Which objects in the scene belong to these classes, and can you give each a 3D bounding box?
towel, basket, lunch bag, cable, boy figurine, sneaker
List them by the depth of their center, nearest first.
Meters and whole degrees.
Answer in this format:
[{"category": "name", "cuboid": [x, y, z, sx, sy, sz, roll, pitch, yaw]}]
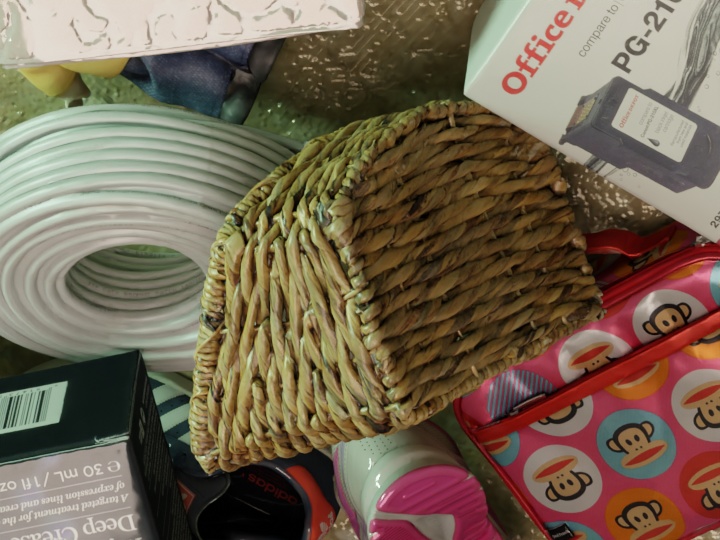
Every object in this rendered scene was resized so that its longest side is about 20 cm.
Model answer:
[{"category": "towel", "cuboid": [-0.101, -0.207, 1.474, 0.190, 0.032, 0.201, -6, 104, 2]}, {"category": "basket", "cuboid": [0.000, 0.000, 1.509, 0.149, 0.200, 0.143, -16, 96, 39]}, {"category": "boy figurine", "cuboid": [-0.139, -0.137, 1.545, 0.199, 0.064, 0.125, 24, 122, -5]}, {"category": "cable", "cuboid": [-0.113, -0.012, 1.576, 0.199, 0.069, 0.200, 17, 145, -24]}, {"category": "lunch bag", "cuboid": [0.155, 0.053, 1.609, 0.200, 0.082, 0.176, -29, 108, 26]}, {"category": "sneaker", "cuboid": [0.035, 0.134, 1.660, 0.081, 0.088, 0.200, -26, 145, -6]}, {"category": "sneaker", "cuboid": [-0.106, 0.108, 1.677, 0.199, 0.085, 0.075, 14, 122, 0]}]

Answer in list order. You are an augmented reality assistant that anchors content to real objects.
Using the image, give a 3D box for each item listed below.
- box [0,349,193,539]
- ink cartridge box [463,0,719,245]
[{"category": "box", "cuboid": [-0.166, 0.164, 1.599, 0.148, 0.107, 0.201, -12, 114, 5]}, {"category": "ink cartridge box", "cuboid": [0.171, -0.110, 1.500, 0.200, 0.084, 0.145, 29, 120, -9]}]
